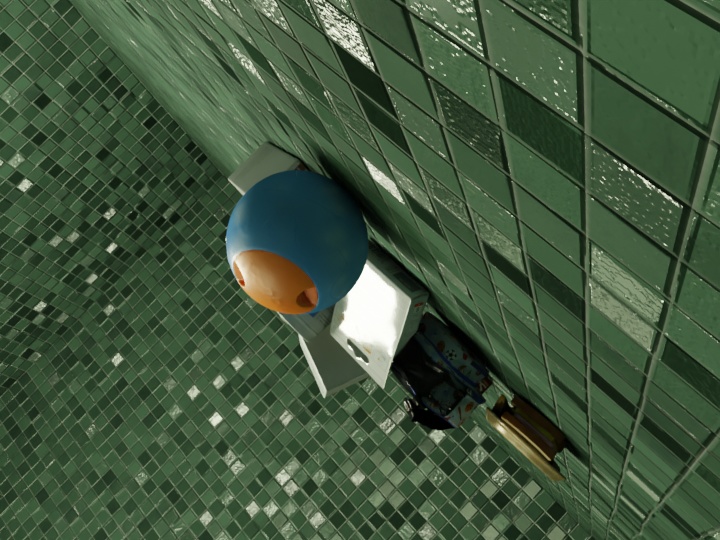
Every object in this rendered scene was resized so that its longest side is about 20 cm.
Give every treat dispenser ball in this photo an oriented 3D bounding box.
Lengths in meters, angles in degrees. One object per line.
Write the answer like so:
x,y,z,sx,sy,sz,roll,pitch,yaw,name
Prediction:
-0.088,-0.039,1.134,0.201,0.201,0.201,45,176,4,treat dispenser ball

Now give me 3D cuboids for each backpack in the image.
0.134,0.181,1.427,0.191,0.154,0.200,51,-176,-42,backpack

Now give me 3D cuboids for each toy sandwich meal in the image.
0.304,0.291,1.436,0.205,0.070,0.205,42,179,1,toy sandwich meal

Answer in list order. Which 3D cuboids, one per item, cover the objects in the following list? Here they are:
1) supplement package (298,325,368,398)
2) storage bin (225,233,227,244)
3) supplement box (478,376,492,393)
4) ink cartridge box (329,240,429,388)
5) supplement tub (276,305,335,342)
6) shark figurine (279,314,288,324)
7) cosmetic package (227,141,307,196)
-0.023,0.167,1.765,0.148,0.190,0.200,64,171,10,supplement package
-0.159,-0.026,1.648,0.135,0.198,0.146,-119,11,-58,storage bin
0.186,0.194,1.650,0.109,0.061,0.200,47,176,-9,supplement box
0.028,0.074,1.366,0.162,0.050,0.201,42,136,34,ink cartridge box
-0.068,0.017,1.478,0.132,0.200,0.132,44,175,4,supplement tub
-0.115,0.088,1.627,0.089,0.129,0.214,40,149,-17,shark figurine
-0.148,-0.148,1.371,0.074,0.102,0.200,46,177,-29,cosmetic package
